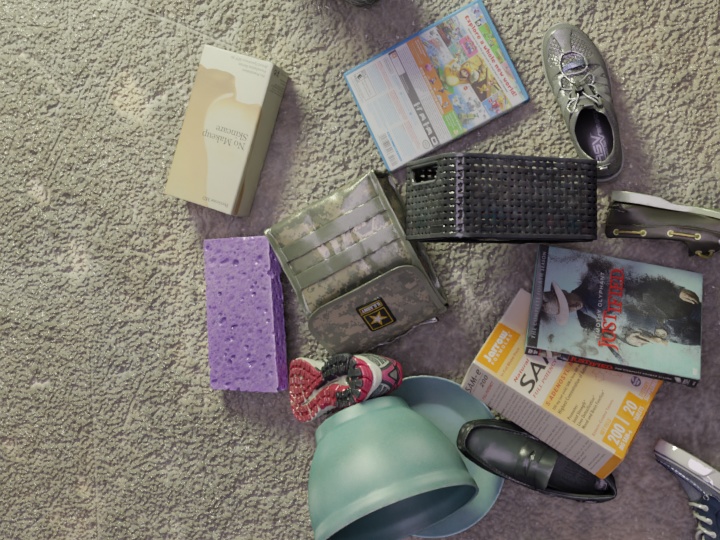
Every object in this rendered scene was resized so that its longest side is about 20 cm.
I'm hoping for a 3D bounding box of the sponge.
[{"bbox_3d":[-0.151,0.056,1.279,0.111,0.030,0.202,-3,91,30],"label":"sponge"}]

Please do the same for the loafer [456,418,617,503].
[{"bbox_3d":[0.212,0.227,1.163,0.199,0.070,0.069,21,87,-6],"label":"loafer"}]

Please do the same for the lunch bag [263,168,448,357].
[{"bbox_3d":[0.000,0.000,1.216,0.163,0.118,0.201,-27,91,14],"label":"lunch bag"}]

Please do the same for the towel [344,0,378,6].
[{"bbox_3d":[-0.067,-0.407,1.205,0.199,0.165,0.086,34,103,11],"label":"towel"}]

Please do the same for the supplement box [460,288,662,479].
[{"bbox_3d":[0.237,0.131,1.153,0.199,0.074,0.126,32,61,11],"label":"supplement box"}]

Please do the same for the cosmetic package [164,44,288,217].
[{"bbox_3d":[-0.174,-0.179,1.277,0.104,0.071,0.202,16,94,12],"label":"cosmetic package"}]

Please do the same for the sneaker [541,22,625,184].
[{"bbox_3d":[0.272,-0.205,1.167,0.074,0.082,0.202,-21,85,12],"label":"sneaker"}]

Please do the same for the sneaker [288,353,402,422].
[{"bbox_3d":[-0.027,0.144,1.207,0.199,0.074,0.082,-13,80,55],"label":"sneaker"}]

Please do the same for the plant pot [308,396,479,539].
[{"bbox_3d":[0.021,0.232,1.144,0.199,0.200,0.135,-28,64,11],"label":"plant pot"}]

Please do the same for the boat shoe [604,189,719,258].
[{"bbox_3d":[0.390,-0.047,1.150,0.199,0.072,0.061,14,98,20],"label":"boat shoe"}]

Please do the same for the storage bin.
[{"bbox_3d":[0.161,-0.079,1.129,0.198,0.135,0.095,-1,90,-22],"label":"storage bin"}]

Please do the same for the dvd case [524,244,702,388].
[{"bbox_3d":[0.297,0.050,1.144,0.198,0.022,0.147,11,58,7],"label":"dvd case"}]

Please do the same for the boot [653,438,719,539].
[{"bbox_3d":[0.413,0.286,1.140,0.199,0.073,0.091,34,92,10],"label":"boot"}]

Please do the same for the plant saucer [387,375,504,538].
[{"bbox_3d":[0.086,0.232,1.235,0.199,0.039,0.203,0,91,13],"label":"plant saucer"}]

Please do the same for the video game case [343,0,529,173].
[{"bbox_3d":[0.094,-0.233,1.242,0.199,0.018,0.144,-27,84,12],"label":"video game case"}]
